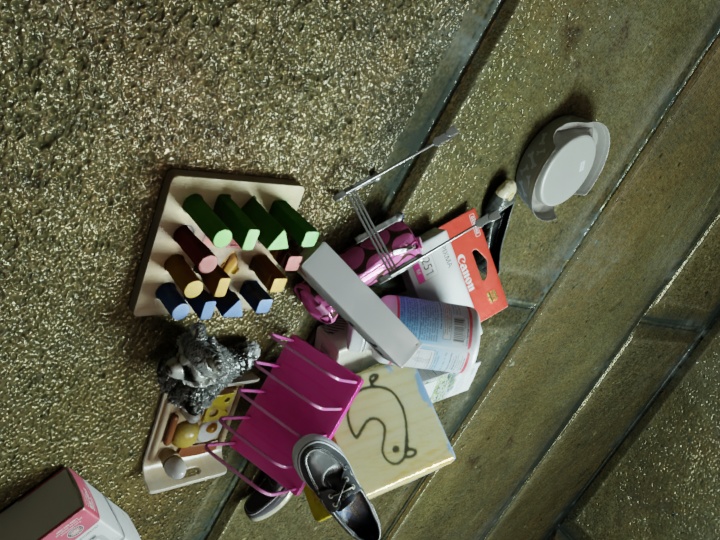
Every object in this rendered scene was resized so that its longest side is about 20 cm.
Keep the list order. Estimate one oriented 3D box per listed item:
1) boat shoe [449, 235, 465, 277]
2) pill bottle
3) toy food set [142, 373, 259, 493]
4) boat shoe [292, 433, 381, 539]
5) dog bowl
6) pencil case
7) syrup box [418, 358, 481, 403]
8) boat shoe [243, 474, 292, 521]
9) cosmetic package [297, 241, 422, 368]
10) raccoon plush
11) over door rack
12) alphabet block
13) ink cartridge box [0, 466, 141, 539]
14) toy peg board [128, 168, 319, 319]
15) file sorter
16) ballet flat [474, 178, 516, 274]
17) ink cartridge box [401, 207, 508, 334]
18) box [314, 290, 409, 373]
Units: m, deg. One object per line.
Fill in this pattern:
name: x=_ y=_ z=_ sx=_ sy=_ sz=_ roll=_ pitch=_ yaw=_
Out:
boat shoe: x=0.135 y=0.035 z=1.279 sx=0.074 sy=0.093 sz=0.203 roll=0 pitch=98 yaw=-23
pill bottle: x=0.081 y=0.098 z=1.126 sx=0.197 sy=0.109 sz=0.110 roll=9 pitch=125 yaw=-6
toy food set: x=-0.242 y=0.248 z=1.094 sx=0.142 sy=0.060 sz=0.202 roll=-3 pitch=125 yaw=-44
boat shoe: x=-0.027 y=0.314 z=1.000 sx=0.070 sy=0.066 sz=0.201 roll=-33 pitch=117 yaw=-16
dog bowl: x=0.365 y=-0.191 z=1.301 sx=0.199 sy=0.059 sz=0.202 roll=-27 pitch=140 yaw=-25
pencil case: x=0.000 y=0.000 z=1.081 sx=0.199 sy=0.094 sz=0.091 roll=-38 pitch=124 yaw=-14
syrup box: x=0.139 y=0.209 z=1.423 sx=0.198 sy=0.081 sz=0.079 roll=-12 pitch=133 yaw=-39
boat shoe: x=-0.142 y=0.373 z=1.310 sx=0.199 sy=0.072 sz=0.065 roll=-40 pitch=131 yaw=-4
cosmetic package: x=-0.007 y=0.047 z=0.991 sx=0.051 sy=0.082 sz=0.200 roll=-46 pitch=103 yaw=-11
raccoon plush: x=-0.194 y=0.104 z=0.973 sx=0.134 sy=0.097 sz=0.200 roll=-48 pitch=178 yaw=37
over door rack: x=0.079 y=-0.090 z=1.022 sx=0.199 sy=0.149 sz=0.067 roll=-29 pitch=-177 yaw=0
alphabet block: x=0.005 y=0.285 z=1.209 sx=0.198 sy=0.197 sz=0.197 roll=-14 pitch=159 yaw=-31
ink cartridge box: x=-0.423 y=0.394 z=1.029 sx=0.146 sy=0.083 sz=0.201 roll=-36 pitch=142 yaw=-15
toy peg board: x=-0.163 y=-0.010 z=0.906 sx=0.199 sy=0.098 sz=0.201 roll=-1 pitch=124 yaw=-44
file sorter: x=-0.116 y=0.210 z=1.050 sx=0.201 sy=0.138 sz=0.125 roll=-60 pitch=160 yaw=-1
ballet flat: x=0.254 y=-0.077 z=1.295 sx=0.066 sy=0.057 sz=0.202 roll=-22 pitch=137 yaw=-31
ink cartridge box: x=0.166 y=0.020 z=1.216 sx=0.172 sy=0.043 sz=0.202 roll=-27 pitch=107 yaw=-16
box: x=0.020 y=0.111 z=1.224 sx=0.198 sy=0.068 sz=0.083 roll=-20 pitch=137 yaw=-33
